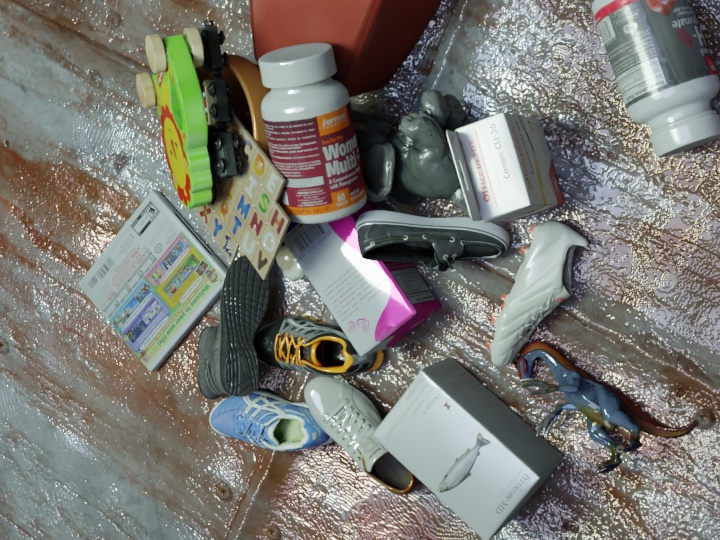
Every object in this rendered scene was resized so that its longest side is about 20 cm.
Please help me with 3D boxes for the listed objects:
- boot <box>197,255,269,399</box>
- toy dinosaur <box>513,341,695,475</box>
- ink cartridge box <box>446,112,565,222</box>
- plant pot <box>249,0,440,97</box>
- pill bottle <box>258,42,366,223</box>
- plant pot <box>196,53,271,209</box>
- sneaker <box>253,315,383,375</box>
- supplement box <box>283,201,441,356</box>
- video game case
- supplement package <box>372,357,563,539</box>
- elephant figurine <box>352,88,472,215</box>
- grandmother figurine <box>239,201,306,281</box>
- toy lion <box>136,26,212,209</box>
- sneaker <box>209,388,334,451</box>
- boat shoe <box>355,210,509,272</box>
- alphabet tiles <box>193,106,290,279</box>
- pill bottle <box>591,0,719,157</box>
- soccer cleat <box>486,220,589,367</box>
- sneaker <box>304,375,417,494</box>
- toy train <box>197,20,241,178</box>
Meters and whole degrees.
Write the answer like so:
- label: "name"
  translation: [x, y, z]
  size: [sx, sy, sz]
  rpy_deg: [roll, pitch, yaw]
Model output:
- label: "boot"
  translation: [-0.190, 0.080, 1.691]
  size: [0.131, 0.069, 0.201]
  rpy_deg: [-8, 72, 61]
- label: "toy dinosaur"
  translation: [0.280, 0.161, 1.514]
  size: [0.105, 0.199, 0.182]
  rpy_deg: [110, 143, -52]
- label: "ink cartridge box"
  translation: [0.176, -0.123, 1.450]
  size: [0.067, 0.200, 0.117]
  rpy_deg: [-18, 87, 25]
- label: "plant pot"
  translation: [-0.029, -0.331, 1.543]
  size: [0.199, 0.200, 0.177]
  rpy_deg: [29, 117, 20]
- label: "pill bottle"
  translation: [-0.060, -0.167, 1.470]
  size: [0.109, 0.110, 0.201]
  rpy_deg: [0, 114, 25]
- label: "plant pot"
  translation: [-0.139, -0.188, 1.599]
  size: [0.200, 0.140, 0.201]
  rpy_deg: [17, 112, 49]
- label: "sneaker"
  translation: [-0.071, 0.105, 1.651]
  size: [0.199, 0.077, 0.079]
  rpy_deg: [0, 96, 27]
- label: "supplement box"
  translation: [0.000, 0.000, 1.596]
  size: [0.101, 0.103, 0.200]
  rpy_deg: [-38, 77, 21]
- label: "video game case"
  translation: [-0.304, 0.016, 1.781]
  size: [0.182, 0.022, 0.200]
  rpy_deg: [47, 110, 14]
- label: "supplement package"
  translation: [0.137, 0.224, 1.541]
  size: [0.200, 0.117, 0.117]
  rpy_deg: [41, 108, 16]
- label: "elephant figurine"
  translation: [0.046, -0.143, 1.564]
  size: [0.199, 0.142, 0.156]
  rpy_deg: [-17, 43, 34]
- label: "grandmother figurine"
  translation: [-0.140, -0.058, 1.679]
  size: [0.200, 0.060, 0.122]
  rpy_deg: [43, 139, 18]
- label: "toy lion"
  translation: [-0.221, -0.178, 1.507]
  size: [0.068, 0.200, 0.193]
  rpy_deg: [-14, 81, -18]
- label: "sneaker"
  translation: [-0.129, 0.210, 1.685]
  size: [0.199, 0.077, 0.076]
  rpy_deg: [-1, 96, 26]
- label: "boat shoe"
  translation: [0.092, -0.029, 1.523]
  size: [0.199, 0.070, 0.067]
  rpy_deg: [9, 60, -13]
- label: "alphabet tiles"
  translation: [-0.154, -0.091, 1.523]
  size: [0.200, 0.008, 0.168]
  rpy_deg: [53, 134, 31]
- label: "pill bottle"
  translation: [0.352, -0.239, 1.410]
  size: [0.110, 0.111, 0.201]
  rpy_deg: [-20, 86, 25]
- label: "soccer cleat"
  translation: [0.221, 0.036, 1.518]
  size: [0.077, 0.069, 0.201]
  rpy_deg: [24, 101, 18]
- label: "sneaker"
  translation: [0.005, 0.216, 1.599]
  size: [0.200, 0.085, 0.073]
  rpy_deg: [45, 86, 1]
- label: "toy train"
  translation: [-0.178, -0.212, 1.500]
  size: [0.046, 0.034, 0.201]
  rpy_deg: [-21, 75, 61]
